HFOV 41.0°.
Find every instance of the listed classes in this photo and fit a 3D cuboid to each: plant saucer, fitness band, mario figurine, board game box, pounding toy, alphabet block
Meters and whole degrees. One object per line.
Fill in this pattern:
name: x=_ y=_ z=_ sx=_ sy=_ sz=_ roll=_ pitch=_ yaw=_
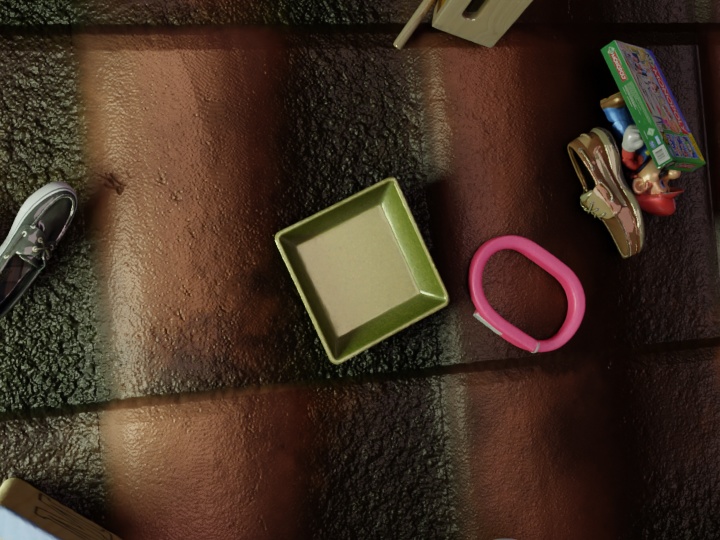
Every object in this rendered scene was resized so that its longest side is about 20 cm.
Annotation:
plant saucer: x=0.000 y=0.000 z=1.370 sx=0.197 sy=0.048 sz=0.203 roll=-26 pitch=94 yaw=-15
fitness band: x=0.248 y=0.035 z=1.442 sx=0.199 sy=0.037 sz=0.145 roll=34 pitch=79 yaw=-13
mario figurine: x=0.446 y=-0.183 z=1.471 sx=0.122 sy=0.106 sz=0.203 roll=-21 pitch=92 yaw=-17
board game box: x=0.441 y=-0.246 z=1.447 sx=0.133 sy=0.029 sz=0.203 roll=-5 pitch=69 yaw=-49
pounding toy: x=0.157 y=-0.421 z=1.376 sx=0.140 sy=0.200 sz=0.187 roll=16 pitch=69 yaw=-14
alphabet block: x=-0.405 y=0.392 z=1.164 sx=0.195 sy=0.200 sz=0.197 roll=35 pitch=80 yaw=-11

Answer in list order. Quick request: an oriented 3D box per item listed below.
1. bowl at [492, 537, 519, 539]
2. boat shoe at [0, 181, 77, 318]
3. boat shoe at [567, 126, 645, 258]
bowl: x=0.171 y=0.470 z=1.365 sx=0.198 sy=0.090 sz=0.205 roll=-1 pitch=92 yaw=-28
boat shoe: x=-0.426 y=-0.022 z=1.237 sx=0.201 sy=0.056 sz=0.069 roll=-54 pitch=142 yaw=-6
boat shoe: x=0.369 y=-0.114 z=1.468 sx=0.073 sy=0.076 sz=0.203 roll=-18 pitch=84 yaw=-10
